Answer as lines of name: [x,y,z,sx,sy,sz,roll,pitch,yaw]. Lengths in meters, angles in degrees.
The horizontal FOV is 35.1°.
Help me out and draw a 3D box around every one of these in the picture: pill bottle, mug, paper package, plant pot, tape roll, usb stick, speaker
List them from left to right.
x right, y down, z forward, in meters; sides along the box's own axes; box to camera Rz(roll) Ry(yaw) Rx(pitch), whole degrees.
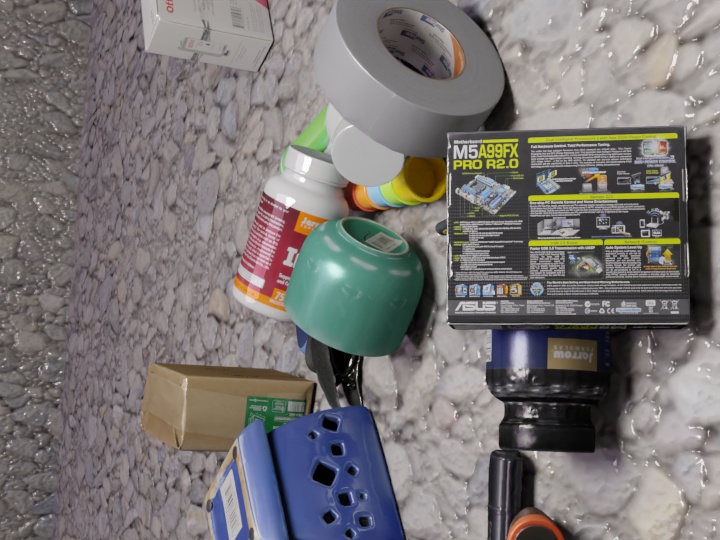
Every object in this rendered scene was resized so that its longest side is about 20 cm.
paper package: [-0.188,0.194,1.604,0.190,0.197,0.106,4,88,64]
plant pot: [-0.080,0.299,1.388,0.201,0.177,0.202,-60,36,42]
pill bottle: [-0.080,-0.047,1.417,0.113,0.111,0.203,38,112,59]
speaker: [-0.037,-0.165,1.492,0.200,0.087,0.090,-37,53,57]
mug: [-0.007,0.001,1.325,0.116,0.150,0.186,-68,30,23]
pill bottle: [0.019,-0.189,1.283,0.202,0.109,0.112,-80,15,-48]
tape roll: [0.051,-0.215,1.193,0.066,0.197,0.203,-55,39,45]
usb stick: [0.138,0.274,1.101,0.055,0.032,0.204,131,143,-84]
pill bottle: [0.166,0.057,1.006,0.111,0.110,0.204,-13,73,62]

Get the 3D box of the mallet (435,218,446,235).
mallet: [0.116,-0.072,1.184,0.199,0.065,0.042,-29,59,60]

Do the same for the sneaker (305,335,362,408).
sneaker: [-0.030,0.075,1.468,0.104,0.059,0.204,-167,78,-64]

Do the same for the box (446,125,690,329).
box: [0.169,-0.033,0.938,0.044,0.196,0.164,40,-130,-76]

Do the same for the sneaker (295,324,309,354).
sneaker: [-0.081,0.017,1.552,0.074,0.081,0.204,-17,72,60]

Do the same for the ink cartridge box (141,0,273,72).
ink cartridge box: [-0.253,-0.419,1.851,0.083,0.197,0.149,-50,42,48]

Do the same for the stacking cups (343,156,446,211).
stacking cups: [0.034,-0.096,1.367,0.199,0.059,0.062,165,108,-65]

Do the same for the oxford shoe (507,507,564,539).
oxford shoe: [0.163,0.318,1.038,0.073,0.070,0.204,-37,-51,-84]
